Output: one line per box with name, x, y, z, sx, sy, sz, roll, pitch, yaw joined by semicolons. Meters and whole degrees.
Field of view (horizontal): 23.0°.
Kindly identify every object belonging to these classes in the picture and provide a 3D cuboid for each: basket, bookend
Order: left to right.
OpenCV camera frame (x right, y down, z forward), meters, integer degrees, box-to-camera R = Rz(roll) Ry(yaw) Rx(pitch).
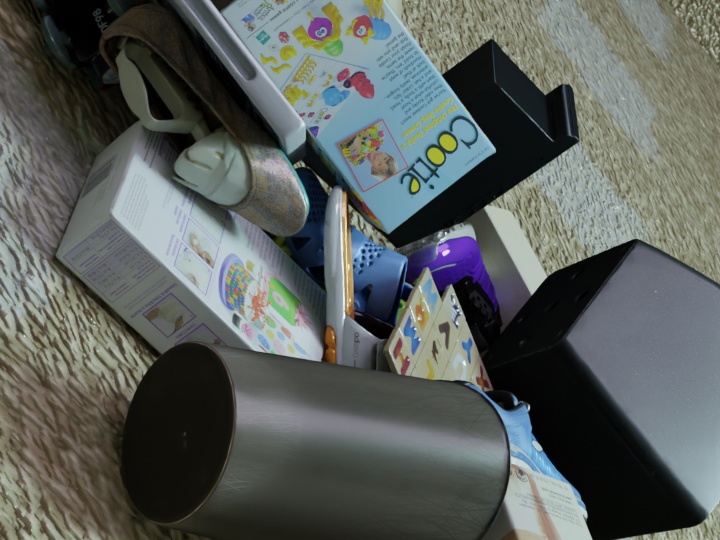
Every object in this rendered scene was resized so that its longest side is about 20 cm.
basket;-0.039;0.119;1.118;0.200;0.180;0.136;17;63;-39
bookend;0.054;-0.146;1.580;0.200;0.199;0.092;41;29;-26

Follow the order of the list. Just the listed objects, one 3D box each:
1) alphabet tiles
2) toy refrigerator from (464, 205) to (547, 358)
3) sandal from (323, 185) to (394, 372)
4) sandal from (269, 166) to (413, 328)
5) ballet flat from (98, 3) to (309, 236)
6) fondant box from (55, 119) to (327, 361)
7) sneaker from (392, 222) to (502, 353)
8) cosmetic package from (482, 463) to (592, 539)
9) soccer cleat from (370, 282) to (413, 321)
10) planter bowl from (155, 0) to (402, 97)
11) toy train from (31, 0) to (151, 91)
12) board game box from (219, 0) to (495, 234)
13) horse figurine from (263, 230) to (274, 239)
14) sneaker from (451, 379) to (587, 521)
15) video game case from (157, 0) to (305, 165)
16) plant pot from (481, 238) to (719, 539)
alphabet tiles;0.064;0.098;1.318;0.200;0.006;0.167;-61;133;-60
toy refrigerator;0.146;0.044;1.651;0.070;0.076;0.200;8;50;-59
sandal;0.006;0.041;1.290;0.079;0.059;0.207;-65;154;-78
sandal;0.000;0.000;1.363;0.200;0.087;0.080;57;34;-29
ballet flat;-0.117;-0.098;1.240;0.200;0.068;0.067;51;40;9
fondant box;-0.111;0.006;1.241;0.200;0.058;0.144;44;24;-20
sneaker;0.087;0.024;1.537;0.200;0.070;0.100;33;36;-73
cosmetic package;0.110;0.237;1.170;0.087;0.103;0.200;22;33;-36
soccer cleat;0.065;0.097;1.470;0.200;0.065;0.084;55;-8;14
planter bowl;-0.084;-0.210;1.434;0.200;0.200;0.135;53;36;-4
toy train;-0.208;-0.222;1.346;0.200;0.085;0.114;62;15;17
board game box;-0.007;-0.140;1.312;0.200;0.105;0.103;53;-3;-10
horse figurine;-0.086;-0.065;1.396;0.200;0.050;0.133;55;31;-5
sneaker;0.112;0.135;1.300;0.200;0.079;0.089;44;40;-53
video game case;-0.101;-0.159;1.278;0.182;0.023;0.200;53;-3;0
plant pot;0.216;0.093;1.482;0.177;0.199;0.200;46;60;-10
